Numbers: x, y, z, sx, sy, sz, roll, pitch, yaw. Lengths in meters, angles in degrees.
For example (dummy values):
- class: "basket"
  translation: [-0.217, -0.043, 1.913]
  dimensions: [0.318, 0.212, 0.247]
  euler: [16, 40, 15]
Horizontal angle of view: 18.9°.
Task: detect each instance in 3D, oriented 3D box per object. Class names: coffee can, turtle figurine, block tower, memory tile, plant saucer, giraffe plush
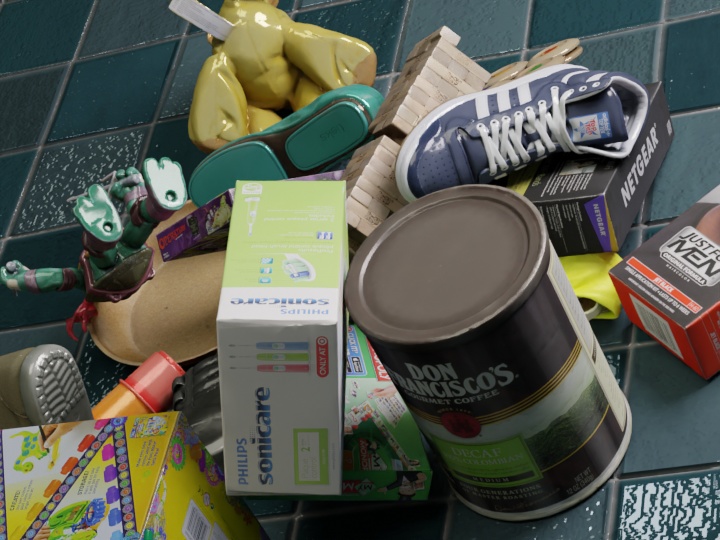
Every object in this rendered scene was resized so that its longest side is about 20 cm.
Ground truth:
- class: "coffee can"
  translation: [0.094, 0.060, 1.529]
  dimensions: [0.146, 0.200, 0.146]
  euler: [-17, 42, 15]
- class: "turtle figurine"
  translation: [-0.214, -0.023, 1.793]
  dimensions: [0.150, 0.101, 0.200]
  euler: [-49, 4, -30]
- class: "block tower"
  translation: [0.032, -0.093, 1.686]
  dimensions: [0.054, 0.058, 0.200]
  euler: [-23, 35, 61]
- class: "memory tile"
  translation: [0.085, -0.136, 1.806]
  dimensions: [0.200, 0.017, 0.153]
  euler: [-23, 12, 29]
- class: "plant saucer"
  translation: [-0.135, 0.015, 1.837]
  dimensions: [0.200, 0.035, 0.200]
  euler: [-17, 41, 15]
- class: "giraffe plush"
  translation: [-0.084, -0.180, 1.940]
  dimensions: [0.173, 0.200, 0.162]
  euler: [-41, 6, 6]

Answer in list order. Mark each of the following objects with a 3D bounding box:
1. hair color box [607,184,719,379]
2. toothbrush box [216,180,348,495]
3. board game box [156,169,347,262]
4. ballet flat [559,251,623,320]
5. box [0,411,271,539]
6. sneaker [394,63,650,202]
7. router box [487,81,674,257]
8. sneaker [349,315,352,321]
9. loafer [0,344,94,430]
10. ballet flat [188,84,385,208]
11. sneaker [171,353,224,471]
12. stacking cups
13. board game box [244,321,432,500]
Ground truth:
- class: "hair color box"
  translation: [0.294, -0.019, 1.601]
  dimensions: [0.200, 0.061, 0.102]
  euler: [-37, 40, -10]
- class: "toothbrush box"
  translation: [-0.052, 0.044, 1.537]
  dimensions: [0.086, 0.146, 0.200]
  euler: [1, 30, 2]
- class: "board game box"
  translation: [-0.050, -0.050, 1.737]
  dimensions: [0.200, 0.032, 0.120]
  euler: [-12, -14, -37]
- class: "ballet flat"
  translation: [0.109, 0.031, 1.662]
  dimensions: [0.200, 0.067, 0.067]
  euler: [-13, 64, 16]
- class: "box"
  translation: [-0.181, 0.213, 1.530]
  dimensions: [0.193, 0.200, 0.122]
  euler: [-8, 45, 25]
- class: "sneaker"
  translation: [0.127, -0.102, 1.630]
  dimensions: [0.200, 0.070, 0.108]
  euler: [-28, 24, -27]
- class: "router box"
  translation: [0.148, -0.076, 1.711]
  dimensions: [0.157, 0.052, 0.200]
  euler: [-6, 27, 26]
- class: "sneaker"
  translation: [0.000, 0.000, 1.721]
  dimensions: [0.200, 0.074, 0.081]
  euler: [-16, 50, -20]
- class: "loafer"
  translation: [-0.236, 0.139, 1.645]
  dimensions: [0.070, 0.200, 0.075]
  euler: [8, 33, 29]
- class: "ballet flat"
  translation: [-0.054, -0.100, 1.828]
  dimensions: [0.200, 0.067, 0.070]
  euler: [-25, 6, 32]
- class: "sneaker"
  translation: [-0.137, 0.137, 1.688]
  dimensions: [0.200, 0.071, 0.099]
  euler: [-33, 40, -14]
- class: "stacking cups"
  translation: [-0.216, 0.145, 1.715]
  dimensions: [0.200, 0.061, 0.061]
  euler: [-45, 42, -9]
- class: "board game box"
  translation: [-0.030, 0.102, 1.623]
  dimensions: [0.135, 0.029, 0.200]
  euler: [2, 31, -11]
